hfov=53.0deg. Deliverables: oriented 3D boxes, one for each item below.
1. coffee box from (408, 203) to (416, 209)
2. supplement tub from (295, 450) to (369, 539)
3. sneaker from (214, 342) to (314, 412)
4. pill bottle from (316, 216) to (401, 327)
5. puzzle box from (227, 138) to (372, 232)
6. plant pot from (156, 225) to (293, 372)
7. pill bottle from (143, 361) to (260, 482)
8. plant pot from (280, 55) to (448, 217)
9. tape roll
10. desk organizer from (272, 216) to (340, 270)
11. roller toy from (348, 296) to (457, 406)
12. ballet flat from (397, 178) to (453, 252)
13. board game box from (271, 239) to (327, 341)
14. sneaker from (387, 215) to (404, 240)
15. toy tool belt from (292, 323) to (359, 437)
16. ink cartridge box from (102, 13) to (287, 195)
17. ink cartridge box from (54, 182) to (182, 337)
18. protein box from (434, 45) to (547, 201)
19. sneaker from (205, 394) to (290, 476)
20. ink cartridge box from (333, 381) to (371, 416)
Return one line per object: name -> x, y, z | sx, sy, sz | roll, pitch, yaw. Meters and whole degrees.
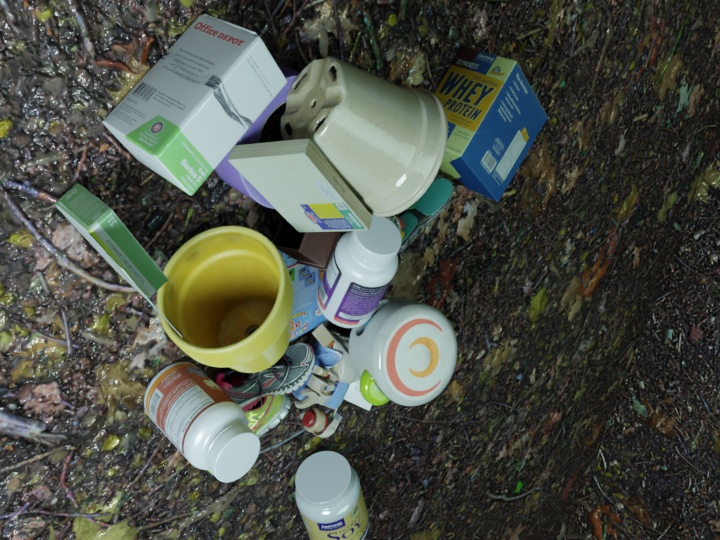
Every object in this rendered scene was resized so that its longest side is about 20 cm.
coffee box -> 0.039, -0.168, 1.335 | 0.197, 0.044, 0.126 | -14, 124, -43
supplement tub -> -0.062, 0.502, 1.561 | 0.145, 0.144, 0.203 | -37, 137, -26
sneaker -> -0.167, 0.183, 1.276 | 0.198, 0.080, 0.076 | -28, 139, -26
pill bottle -> 0.000, 0.000, 1.226 | 0.110, 0.112, 0.201 | -28, 158, -34
puzzle box -> -0.082, -0.115, 1.031 | 0.200, 0.130, 0.026 | 47, 51, -51
plant pot -> -0.188, 0.066, 1.119 | 0.201, 0.199, 0.190 | -48, 155, -15
pill bottle -> -0.248, 0.239, 1.139 | 0.111, 0.198, 0.114 | -27, 132, -34
plant pot -> -0.007, -0.202, 1.030 | 0.181, 0.200, 0.204 | 20, 98, -41
tape roll -> -0.127, -0.203, 1.093 | 0.198, 0.084, 0.204 | -26, 130, -36
desk organizer -> -0.068, -0.113, 1.193 | 0.077, 0.071, 0.204 | 31, 75, -51
roller toy -> 0.077, 0.145, 1.336 | 0.196, 0.139, 0.187 | 1, 95, -27
ballet flat -> 0.109, -0.107, 1.450 | 0.200, 0.071, 0.073 | -45, 140, -19
board game box -> -0.110, 0.024, 1.293 | 0.150, 0.036, 0.204 | -27, 131, -36
sneaker -> 0.009, -0.018, 1.357 | 0.082, 0.077, 0.204 | 10, 105, -65
toy tool belt -> -0.084, 0.207, 1.377 | 0.122, 0.124, 0.203 | 27, 90, -40
ink cartridge box -> -0.213, -0.219, 0.935 | 0.201, 0.144, 0.084 | -51, 141, -11
ink cartridge box -> -0.296, -0.016, 0.924 | 0.048, 0.198, 0.147 | -45, 140, -16
protein box -> 0.236, -0.283, 1.413 | 0.202, 0.134, 0.198 | -59, 142, -2
sneaker -> -0.219, 0.279, 1.311 | 0.201, 0.077, 0.091 | -49, 133, -23
ink cartridge box -> 0.011, 0.203, 1.473 | 0.117, 0.066, 0.203 | -105, -141, -81
